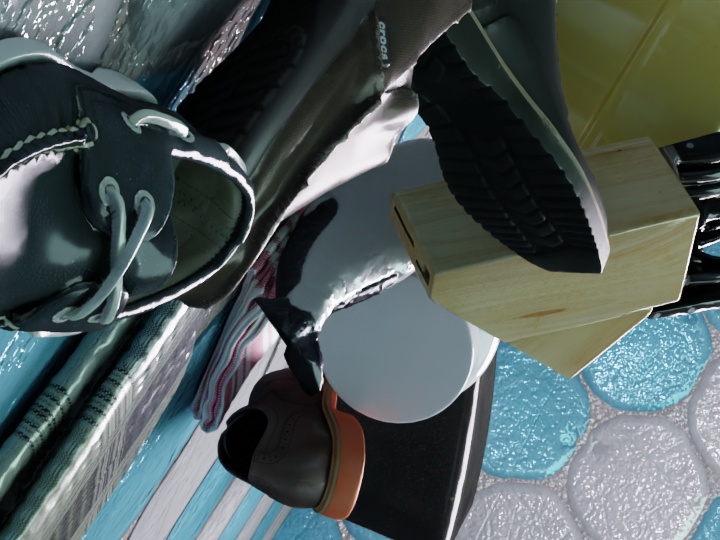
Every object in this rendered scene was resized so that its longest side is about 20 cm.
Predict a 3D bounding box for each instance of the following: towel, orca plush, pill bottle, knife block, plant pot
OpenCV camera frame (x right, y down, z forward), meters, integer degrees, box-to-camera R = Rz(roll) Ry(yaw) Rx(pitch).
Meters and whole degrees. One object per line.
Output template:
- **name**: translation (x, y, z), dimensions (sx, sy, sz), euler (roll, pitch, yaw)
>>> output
- **towel**: translation (-0.128, 0.084, 0.774), dimensions (0.201, 0.034, 0.193), euler (-59, 178, -24)
- **orca plush**: translation (0.000, 0.000, 1.003), dimensions (0.071, 0.105, 0.201), euler (-56, -173, 46)
- **pill bottle**: translation (0.038, 0.017, 1.136), dimensions (0.117, 0.115, 0.200), euler (-60, 180, 20)
- **knife block**: translation (0.137, -0.031, 0.954), dimensions (0.175, 0.064, 0.199), euler (-43, 137, 18)
- **towel**: translation (-0.034, -0.003, 1.116), dimensions (0.200, 0.030, 0.147), euler (-54, 174, -43)
- **plant pot**: translation (0.029, 0.124, 1.651), dimensions (0.200, 0.198, 0.179), euler (-36, 146, -76)
- **plant pot**: translation (0.134, -0.126, 1.109), dimensions (0.202, 0.188, 0.201), euler (-57, 175, -7)

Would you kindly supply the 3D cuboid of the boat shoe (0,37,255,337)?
- **boat shoe**: translation (-0.074, -0.017, 0.480), dimensions (0.076, 0.060, 0.200), euler (-60, 175, 16)

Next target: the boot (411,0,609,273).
- **boot**: translation (0.086, -0.109, 0.859), dimensions (0.201, 0.077, 0.139), euler (55, 52, -35)

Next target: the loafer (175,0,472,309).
- **loafer**: translation (-0.011, -0.059, 0.643), dimensions (0.073, 0.071, 0.201), euler (-6, -135, 53)

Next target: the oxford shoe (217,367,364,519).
- **oxford shoe**: translation (-0.052, 0.094, 1.095), dimensions (0.200, 0.072, 0.072), euler (-150, -107, -75)
